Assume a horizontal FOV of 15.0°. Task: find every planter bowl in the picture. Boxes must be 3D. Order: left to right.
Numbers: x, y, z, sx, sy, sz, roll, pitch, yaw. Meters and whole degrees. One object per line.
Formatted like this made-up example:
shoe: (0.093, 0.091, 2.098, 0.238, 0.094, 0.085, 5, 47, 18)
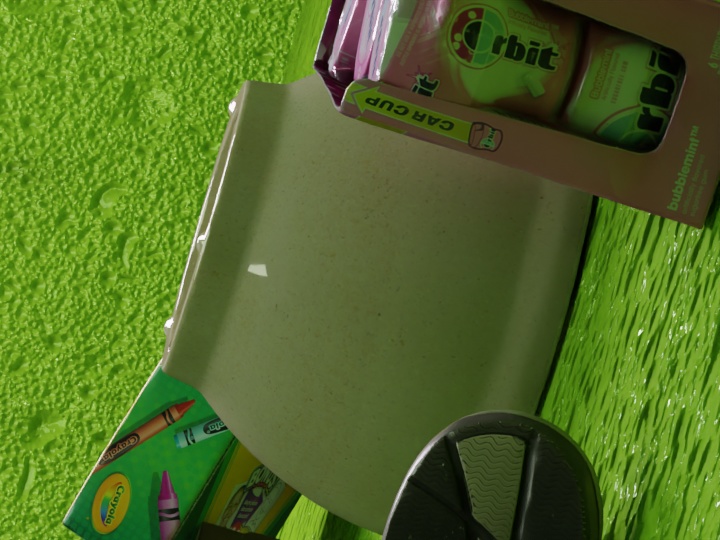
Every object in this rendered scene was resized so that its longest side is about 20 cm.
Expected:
planter bowl: (0.000, 0.000, 1.066, 0.200, 0.134, 0.201, -164, 90, -84)

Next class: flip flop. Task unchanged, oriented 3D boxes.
flip flop: (0.021, 0.133, 0.822, 0.058, 0.081, 0.201, -28, -42, -74)

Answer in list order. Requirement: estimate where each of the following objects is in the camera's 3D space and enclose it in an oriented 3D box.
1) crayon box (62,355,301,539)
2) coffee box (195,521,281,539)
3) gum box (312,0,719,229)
crayon box: (-0.077, 0.103, 1.465, 0.119, 0.058, 0.200, -58, -14, 2)
coffee box: (-0.078, 0.244, 1.406, 0.115, 0.079, 0.200, -80, 9, -51)
gum box: (0.051, -0.071, 0.869, 0.200, 0.113, 0.066, -111, 38, -80)
